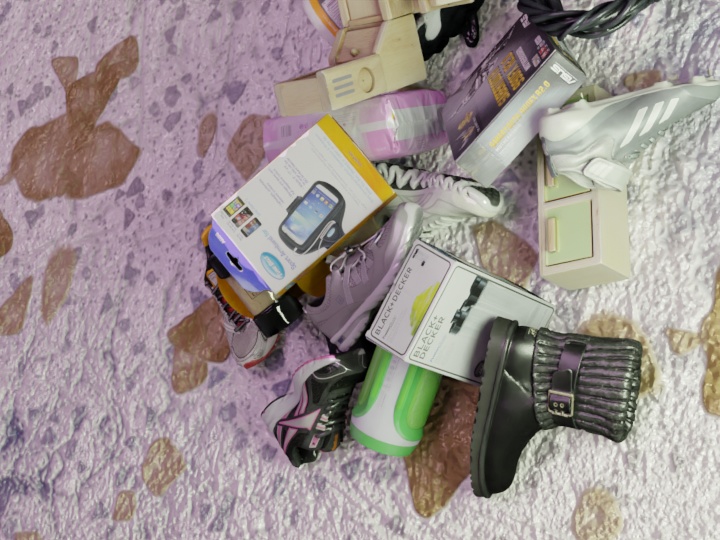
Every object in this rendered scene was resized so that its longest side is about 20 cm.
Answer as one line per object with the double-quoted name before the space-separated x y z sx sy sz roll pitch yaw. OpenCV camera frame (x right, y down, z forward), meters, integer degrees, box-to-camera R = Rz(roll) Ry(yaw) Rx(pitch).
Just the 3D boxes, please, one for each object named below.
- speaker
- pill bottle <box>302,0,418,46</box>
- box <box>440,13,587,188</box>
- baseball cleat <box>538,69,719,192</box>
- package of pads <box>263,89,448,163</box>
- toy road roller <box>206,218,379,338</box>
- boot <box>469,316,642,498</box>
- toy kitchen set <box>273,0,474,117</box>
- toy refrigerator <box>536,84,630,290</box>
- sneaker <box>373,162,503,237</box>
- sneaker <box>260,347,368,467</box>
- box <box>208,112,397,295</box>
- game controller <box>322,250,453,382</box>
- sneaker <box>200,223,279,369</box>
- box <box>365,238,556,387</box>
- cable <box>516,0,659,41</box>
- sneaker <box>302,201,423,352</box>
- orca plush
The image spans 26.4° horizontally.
"speaker" 0.054 0.098 1.678 0.088 0.088 0.200 31 108 42
"pill bottle" 0.035 -0.354 1.850 0.200 0.116 0.117 -40 54 22
"box" 0.161 -0.192 1.666 0.158 0.048 0.200 -47 16 17
"baseball cleat" 0.280 -0.138 1.570 0.199 0.070 0.107 -13 93 -8
"package of pads" -0.005 -0.162 1.806 0.200 0.120 0.076 -7 93 39
"toy road roller" -0.080 -0.026 1.820 0.200 0.123 0.146 -37 8 5
"boot" 0.197 0.154 1.566 0.157 0.079 0.212 12 116 11
"toy kitchen set" 0.006 -0.292 1.690 0.163 0.180 0.200 -3 106 41
"toy refrigerator" 0.233 -0.088 1.624 0.076 0.070 0.201 -12 68 36
"sneaker" 0.085 -0.073 1.745 0.200 0.075 0.081 14 93 52
"sneaker" -0.039 0.159 1.750 0.086 0.080 0.200 64 147 19
"box" -0.072 -0.066 1.720 0.200 0.041 0.119 -40 83 5
"game controller" 0.040 0.055 1.764 0.200 0.042 0.105 -26 74 31
"sneaker" -0.158 0.031 1.900 0.078 0.082 0.200 -32 58 28
"box" 0.107 0.053 1.593 0.060 0.200 0.117 32 95 40
"cable" 0.245 -0.306 1.633 0.163 0.051 0.200 10 42 28
"sneaker" 0.000 0.000 1.697 0.082 0.075 0.200 34 117 3
"orca plush" 0.102 -0.281 1.801 0.071 0.105 0.200 44 103 8
